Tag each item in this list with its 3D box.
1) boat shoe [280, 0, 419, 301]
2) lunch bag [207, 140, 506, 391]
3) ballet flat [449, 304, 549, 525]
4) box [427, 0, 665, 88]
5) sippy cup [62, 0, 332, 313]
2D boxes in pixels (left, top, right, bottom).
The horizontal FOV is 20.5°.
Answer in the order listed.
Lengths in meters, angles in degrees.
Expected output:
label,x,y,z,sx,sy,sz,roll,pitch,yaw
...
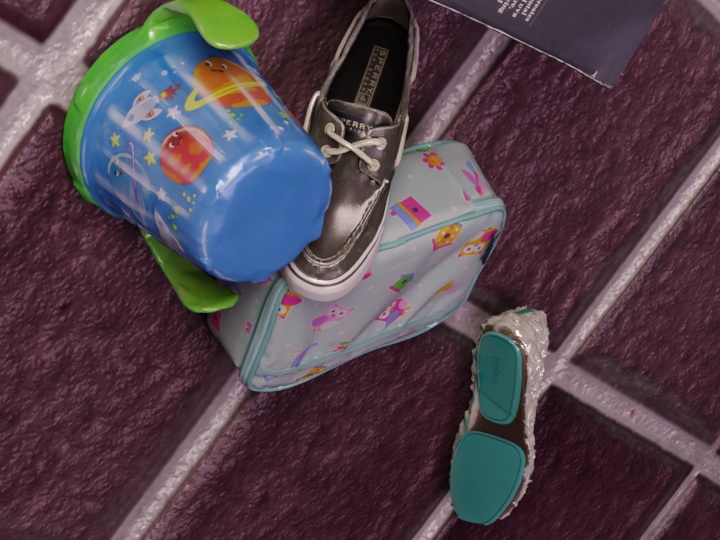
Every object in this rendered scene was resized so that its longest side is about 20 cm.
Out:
label,x,y,z,sx,sy,sz,roll,pitch,yaw
boat shoe,-0.008,-0.081,1.234,0.064,0.070,0.201,105,-2,-70
lunch bag,0.000,0.000,1.341,0.199,0.077,0.161,-18,149,-30
ballet flat,0.119,0.114,1.578,0.072,0.072,0.201,-17,132,-33
box,0.058,-0.222,1.138,0.198,0.200,0.124,18,108,-49
sippy cup,-0.088,-0.063,1.187,0.140,0.130,0.178,-44,141,-5
